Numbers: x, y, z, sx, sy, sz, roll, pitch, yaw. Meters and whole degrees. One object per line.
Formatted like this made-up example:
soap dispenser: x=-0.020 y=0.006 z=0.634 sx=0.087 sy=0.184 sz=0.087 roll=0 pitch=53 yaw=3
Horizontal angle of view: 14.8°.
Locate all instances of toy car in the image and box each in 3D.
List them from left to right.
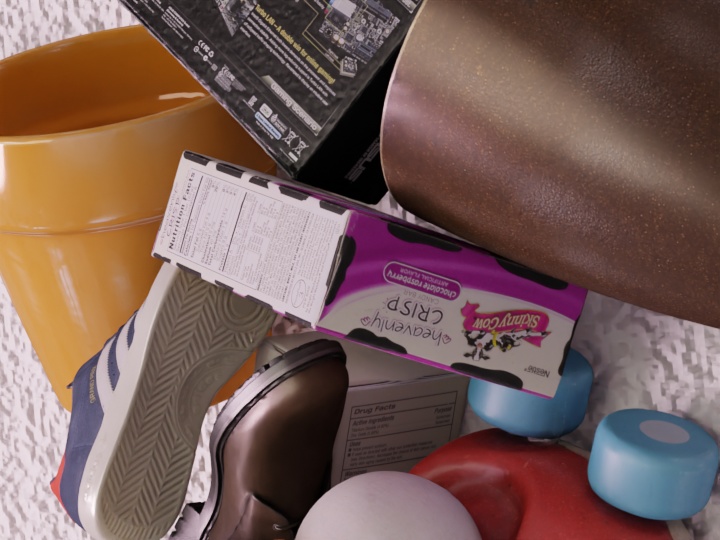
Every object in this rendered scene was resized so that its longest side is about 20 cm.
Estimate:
toy car: x=0.045 y=0.150 z=1.335 sx=0.177 sy=0.199 sz=0.185 roll=33 pitch=120 yaw=45

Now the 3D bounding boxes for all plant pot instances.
plant pot: x=-0.126 y=-0.022 z=1.554 sx=0.200 sy=0.200 sz=0.184 roll=15 pitch=122 yaw=50
plant pot: x=0.144 y=-0.056 z=1.224 sx=0.200 sy=0.187 sz=0.188 roll=34 pitch=121 yaw=28

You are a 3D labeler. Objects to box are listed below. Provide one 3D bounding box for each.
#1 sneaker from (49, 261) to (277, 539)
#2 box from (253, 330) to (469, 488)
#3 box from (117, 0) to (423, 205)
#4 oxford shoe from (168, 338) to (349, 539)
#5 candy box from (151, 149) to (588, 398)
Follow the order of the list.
sneaker: x=-0.108 y=0.044 z=1.461 sx=0.084 sy=0.075 sz=0.201 roll=16 pitch=77 yaw=56
box: x=-0.012 y=0.137 z=1.492 sx=0.078 sy=0.095 sz=0.201 roll=29 pitch=115 yaw=46
box: x=-0.025 y=-0.161 z=1.409 sx=0.200 sy=0.086 sz=0.164 roll=45 pitch=104 yaw=28
oxford shoe: x=-0.035 y=0.114 z=1.394 sx=0.084 sy=0.072 sz=0.200 roll=52 pitch=143 yaw=29
candy box: x=0.000 y=0.000 z=1.348 sx=0.200 sy=0.136 sz=0.061 roll=23 pitch=95 yaw=62
